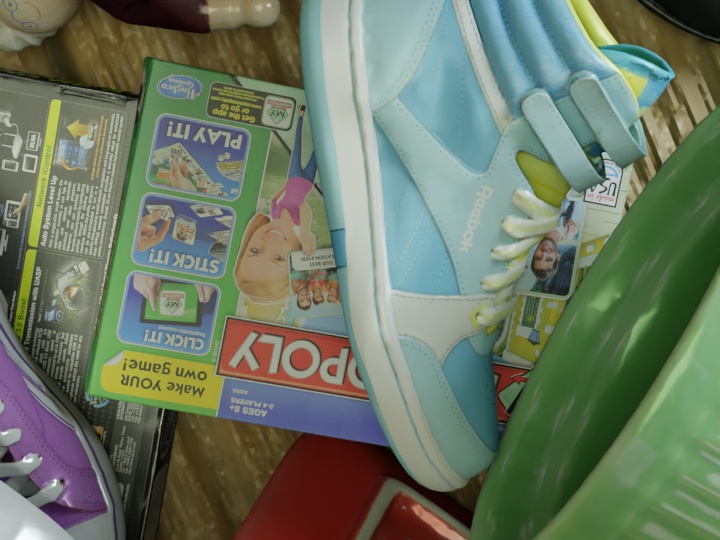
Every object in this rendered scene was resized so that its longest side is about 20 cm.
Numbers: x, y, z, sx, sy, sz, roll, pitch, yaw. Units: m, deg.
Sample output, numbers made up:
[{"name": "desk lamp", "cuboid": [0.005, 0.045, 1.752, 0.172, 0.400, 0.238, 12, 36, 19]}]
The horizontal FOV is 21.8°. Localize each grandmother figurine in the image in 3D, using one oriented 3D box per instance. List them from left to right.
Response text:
[{"name": "grandmother figurine", "cuboid": [-0.081, -0.134, 0.721, 0.200, 0.061, 0.121, -17, 117, 33]}]

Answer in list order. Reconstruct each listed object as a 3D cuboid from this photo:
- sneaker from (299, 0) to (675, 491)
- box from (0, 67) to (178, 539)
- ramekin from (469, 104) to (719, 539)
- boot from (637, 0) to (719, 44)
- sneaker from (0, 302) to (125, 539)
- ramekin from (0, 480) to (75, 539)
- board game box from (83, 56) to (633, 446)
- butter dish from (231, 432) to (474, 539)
[{"name": "sneaker", "cuboid": [0.057, -0.020, 0.686, 0.130, 0.080, 0.201, -9, 100, 13]}, {"name": "box", "cuboid": [-0.151, 0.016, 0.780, 0.160, 0.044, 0.201, 10, 96, 3]}, {"name": "ramekin", "cuboid": [0.130, 0.044, 0.657, 0.098, 0.200, 0.200, 30, 97, -4]}, {"name": "boot", "cuboid": [0.101, -0.159, 0.686, 0.073, 0.162, 0.198, -44, 91, 8]}, {"name": "sneaker", "cuboid": [-0.160, 0.053, 0.705, 0.073, 0.114, 0.201, -29, 94, 5]}, {"name": "ramekin", "cuboid": [-0.172, 0.145, 0.695, 0.200, 0.201, 0.098, 35, 56, 0]}, {"name": "board game box", "cuboid": [0.000, 0.000, 0.750, 0.199, 0.029, 0.135, 10, 95, -12]}, {"name": "butter dish", "cuboid": [0.008, 0.194, 0.734, 0.200, 0.200, 0.148, 35, 123, -1]}]
